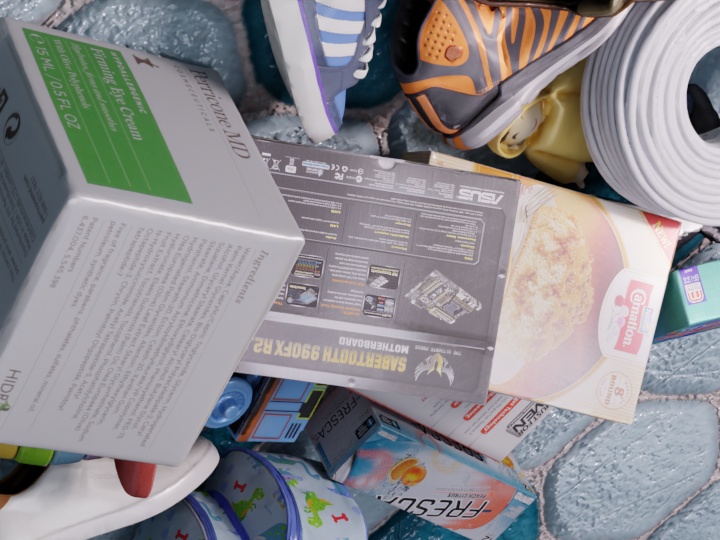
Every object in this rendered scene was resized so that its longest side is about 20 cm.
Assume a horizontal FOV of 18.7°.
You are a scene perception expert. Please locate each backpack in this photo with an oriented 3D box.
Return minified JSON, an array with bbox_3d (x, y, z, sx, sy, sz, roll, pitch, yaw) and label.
[{"bbox_3d":[-0.093,0.240,1.686,0.147,0.183,0.201,19,105,-33],"label":"backpack"}]

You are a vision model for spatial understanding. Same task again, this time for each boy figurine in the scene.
[{"bbox_3d":[0.165,-0.113,1.586,0.199,0.065,0.125,5,129,-33],"label":"boy figurine"}]

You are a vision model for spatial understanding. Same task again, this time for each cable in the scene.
[{"bbox_3d":[0.250,-0.130,1.548,0.200,0.069,0.200,-50,121,-7],"label":"cable"}]

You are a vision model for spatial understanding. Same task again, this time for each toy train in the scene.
[{"bbox_3d":[-0.065,0.037,1.596,0.114,0.087,0.201,4,125,-39],"label":"toy train"}]

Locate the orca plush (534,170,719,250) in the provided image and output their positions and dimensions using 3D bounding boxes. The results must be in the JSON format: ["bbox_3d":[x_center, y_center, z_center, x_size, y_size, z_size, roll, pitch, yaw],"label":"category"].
[{"bbox_3d":[0.170,-0.033,1.676,0.199,0.071,0.106,-21,90,-14],"label":"orca plush"}]

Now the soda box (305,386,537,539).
[{"bbox_3d":[0.050,0.153,1.755,0.200,0.068,0.064,27,113,-41],"label":"soda box"}]

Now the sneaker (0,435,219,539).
[{"bbox_3d":[-0.200,0.150,1.636,0.199,0.073,0.085,-21,105,-26],"label":"sneaker"}]

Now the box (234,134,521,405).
[{"bbox_3d":[0.000,0.000,1.485,0.199,0.048,0.159,8,93,-16],"label":"box"}]

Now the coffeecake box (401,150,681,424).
[{"bbox_3d":[0.113,0.013,1.581,0.199,0.073,0.154,14,88,-16],"label":"coffeecake box"}]

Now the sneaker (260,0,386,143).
[{"bbox_3d":[0.010,-0.184,1.435,0.146,0.081,0.201,-17,128,-5],"label":"sneaker"}]

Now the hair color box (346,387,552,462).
[{"bbox_3d":[0.067,0.066,1.696,0.200,0.061,0.102,29,112,-39],"label":"hair color box"}]

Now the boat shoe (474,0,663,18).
[{"bbox_3d":[0.153,-0.190,1.414,0.199,0.072,0.072,3,138,-25],"label":"boat shoe"}]

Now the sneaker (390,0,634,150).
[{"bbox_3d":[0.103,-0.184,1.485,0.200,0.078,0.112,-46,116,-6],"label":"sneaker"}]

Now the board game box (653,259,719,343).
[{"bbox_3d":[0.277,0.019,1.684,0.151,0.045,0.200,-13,174,-14],"label":"board game box"}]

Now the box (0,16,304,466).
[{"bbox_3d":[-0.174,-0.016,1.410,0.171,0.199,0.200,12,122,-33],"label":"box"}]

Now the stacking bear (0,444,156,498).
[{"bbox_3d":[-0.246,0.086,1.536,0.199,0.122,0.114,2,130,-17],"label":"stacking bear"}]
